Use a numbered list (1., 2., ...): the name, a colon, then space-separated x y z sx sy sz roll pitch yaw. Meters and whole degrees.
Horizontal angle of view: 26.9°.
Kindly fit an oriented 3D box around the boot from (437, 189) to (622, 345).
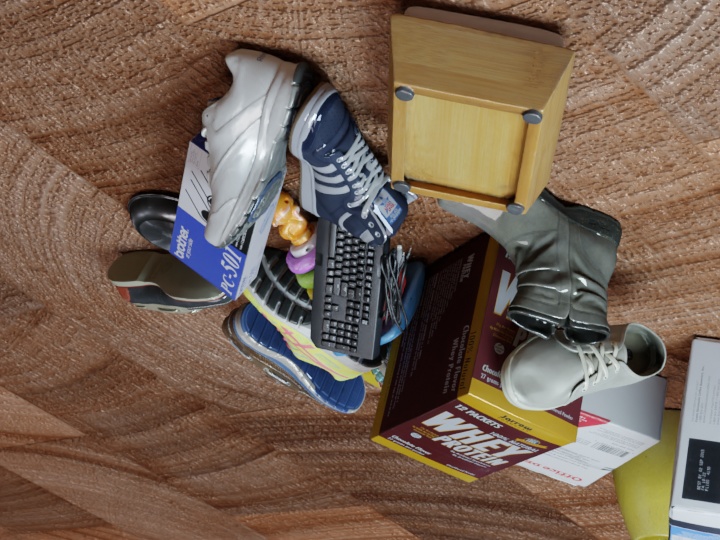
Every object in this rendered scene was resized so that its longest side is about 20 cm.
1. boot: 0.159 -0.011 1.449 0.198 0.132 0.068 19 152 -7

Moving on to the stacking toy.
1. stacking toy: -0.036 -0.011 1.605 0.109 0.117 0.200 -18 127 43

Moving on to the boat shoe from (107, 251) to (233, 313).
1. boat shoe: -0.211 0.020 1.755 0.199 0.071 0.063 4 140 40

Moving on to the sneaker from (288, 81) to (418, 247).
1. sneaker: -0.004 -0.094 1.412 0.108 0.070 0.200 32 159 16

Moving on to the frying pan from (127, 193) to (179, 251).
1. frying pan: -0.180 -0.053 1.667 0.189 0.031 0.115 -5 148 39

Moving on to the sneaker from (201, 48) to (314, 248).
1. sneaker: -0.110 -0.115 1.405 0.086 0.075 0.202 26 112 9

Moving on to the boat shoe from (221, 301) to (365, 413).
1. boat shoe: -0.079 0.102 1.790 0.200 0.073 0.072 41 149 -23

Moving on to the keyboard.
1. keyboard: 0.000 0.000 1.534 0.103 0.040 0.202 8 114 10

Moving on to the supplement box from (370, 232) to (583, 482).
1. supplement box: 0.132 0.091 1.582 0.132 0.199 0.200 25 151 -20

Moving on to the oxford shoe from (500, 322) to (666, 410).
1. oxford shoe: 0.222 0.090 1.478 0.198 0.076 0.058 -9 176 -32

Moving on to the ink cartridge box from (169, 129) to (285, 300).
1. ink cartridge box: -0.139 -0.059 1.551 0.094 0.044 0.201 35 146 10

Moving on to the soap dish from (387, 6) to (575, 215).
1. soap dish: 0.096 -0.132 1.310 0.156 0.082 0.201 12 152 7

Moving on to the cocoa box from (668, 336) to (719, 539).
1. cocoa box: 0.409 0.197 1.633 0.132 0.202 0.132 7 153 14

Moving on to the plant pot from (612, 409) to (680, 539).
1. plant pot: 0.397 0.279 1.859 0.198 0.143 0.201 12 152 7

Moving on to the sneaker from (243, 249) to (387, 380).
1. sneaker: -0.069 0.059 1.712 0.200 0.078 0.090 41 143 -3

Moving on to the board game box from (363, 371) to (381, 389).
1. board game box: 0.025 0.093 1.821 0.199 0.035 0.134 30 149 -26

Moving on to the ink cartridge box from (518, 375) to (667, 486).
1. ink cartridge box: 0.254 0.176 1.803 0.143 0.084 0.200 20 151 -10

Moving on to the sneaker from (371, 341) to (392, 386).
1. sneaker: 0.108 0.133 1.719 0.199 0.078 0.086 30 137 -5
